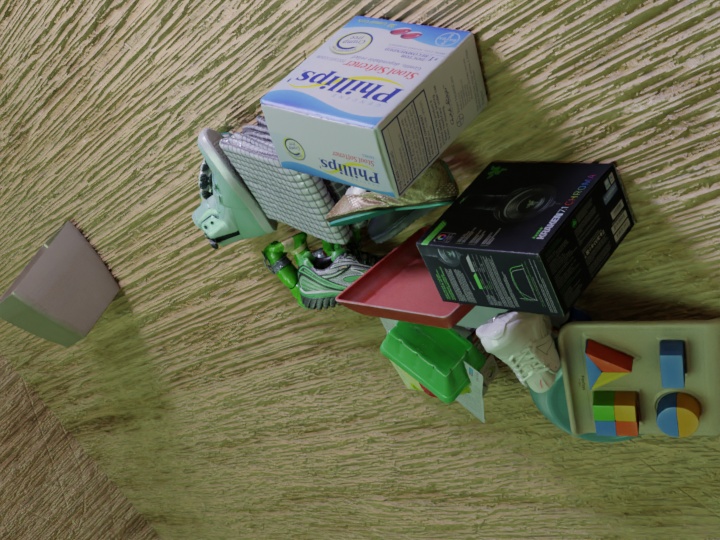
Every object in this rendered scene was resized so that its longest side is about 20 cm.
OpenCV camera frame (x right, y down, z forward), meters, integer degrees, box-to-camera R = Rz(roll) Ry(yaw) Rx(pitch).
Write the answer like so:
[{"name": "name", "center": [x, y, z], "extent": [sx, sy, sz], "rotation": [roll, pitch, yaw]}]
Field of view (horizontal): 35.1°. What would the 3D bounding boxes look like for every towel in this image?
[{"name": "towel", "center": [-0.090, -0.134, 1.637], "extent": [0.199, 0.086, 0.166], "rotation": [21, 150, 50]}]

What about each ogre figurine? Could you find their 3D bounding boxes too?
[{"name": "ogre figurine", "center": [-0.059, -0.007, 1.755], "extent": [0.198, 0.098, 0.121], "rotation": [-21, 101, 21]}]

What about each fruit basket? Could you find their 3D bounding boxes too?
[{"name": "fruit basket", "center": [0.108, 0.127, 1.617], "extent": [0.185, 0.094, 0.200], "rotation": [37, 170, 22]}]

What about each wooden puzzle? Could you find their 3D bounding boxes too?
[{"name": "wooden puzzle", "center": [0.351, 0.142, 1.403], "extent": [0.198, 0.047, 0.187], "rotation": [-4, 126, 16]}]

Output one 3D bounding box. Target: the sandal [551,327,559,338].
[{"name": "sandal", "center": [0.248, 0.118, 1.514], "extent": [0.205, 0.059, 0.080], "rotation": [27, 144, 19]}]

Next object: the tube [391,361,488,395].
[{"name": "tube", "center": [0.119, 0.169, 1.794], "extent": [0.199, 0.051, 0.059], "rotation": [3, 90, 54]}]

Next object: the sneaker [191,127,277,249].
[{"name": "sneaker", "center": [-0.222, -0.116, 1.729], "extent": [0.117, 0.074, 0.201], "rotation": [-21, 125, 16]}]

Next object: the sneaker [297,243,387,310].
[{"name": "sneaker", "center": [0.000, 0.000, 1.650], "extent": [0.198, 0.078, 0.086], "rotation": [-9, 112, 12]}]

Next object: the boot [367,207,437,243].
[{"name": "boot", "center": [0.008, -0.146, 1.530], "extent": [0.200, 0.066, 0.164], "rotation": [45, 137, -11]}]

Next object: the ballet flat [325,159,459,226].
[{"name": "ballet flat", "center": [0.037, -0.103, 1.470], "extent": [0.198, 0.070, 0.066], "rotation": [-10, 91, 31]}]

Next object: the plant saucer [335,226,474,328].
[{"name": "plant saucer", "center": [0.100, 0.011, 1.481], "extent": [0.199, 0.199, 0.037], "rotation": [6, 125, 45]}]

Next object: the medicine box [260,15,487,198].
[{"name": "medicine box", "center": [0.018, -0.197, 1.337], "extent": [0.181, 0.200, 0.104], "rotation": [17, 140, 36]}]

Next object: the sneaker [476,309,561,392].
[{"name": "sneaker", "center": [0.203, 0.097, 1.370], "extent": [0.077, 0.200, 0.100], "rotation": [-27, 75, 21]}]

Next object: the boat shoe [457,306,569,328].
[{"name": "boat shoe", "center": [0.183, 0.029, 1.502], "extent": [0.198, 0.070, 0.071], "rotation": [-2, 142, 27]}]

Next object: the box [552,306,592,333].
[{"name": "box", "center": [0.221, 0.065, 1.569], "extent": [0.199, 0.032, 0.122], "rotation": [27, 144, 26]}]

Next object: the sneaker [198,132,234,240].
[{"name": "sneaker", "center": [-0.230, -0.139, 1.810], "extent": [0.080, 0.077, 0.201], "rotation": [-114, 29, -42]}]

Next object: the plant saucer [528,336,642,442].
[{"name": "plant saucer", "center": [0.316, 0.159, 1.477], "extent": [0.197, 0.036, 0.202], "rotation": [7, 128, 8]}]

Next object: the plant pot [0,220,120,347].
[{"name": "plant pot", "center": [-0.627, 0.047, 2.393], "extent": [0.177, 0.201, 0.199], "rotation": [40, 150, -15]}]

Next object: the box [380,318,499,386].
[{"name": "box", "center": [0.108, 0.094, 1.693], "extent": [0.199, 0.035, 0.111], "rotation": [24, 151, 41]}]

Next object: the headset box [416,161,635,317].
[{"name": "headset box", "center": [0.189, -0.043, 1.344], "extent": [0.199, 0.174, 0.093], "rotation": [7, 134, 47]}]
